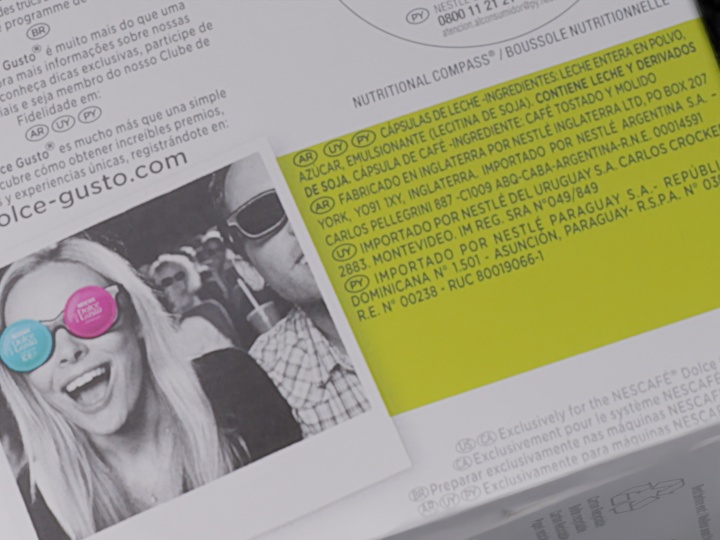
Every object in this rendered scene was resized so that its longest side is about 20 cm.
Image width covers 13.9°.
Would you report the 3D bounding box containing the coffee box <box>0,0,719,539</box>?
[{"bbox_3d":[0.000,0.000,0.772,0.199,0.200,0.199,-19,69,1],"label":"coffee box"}]
